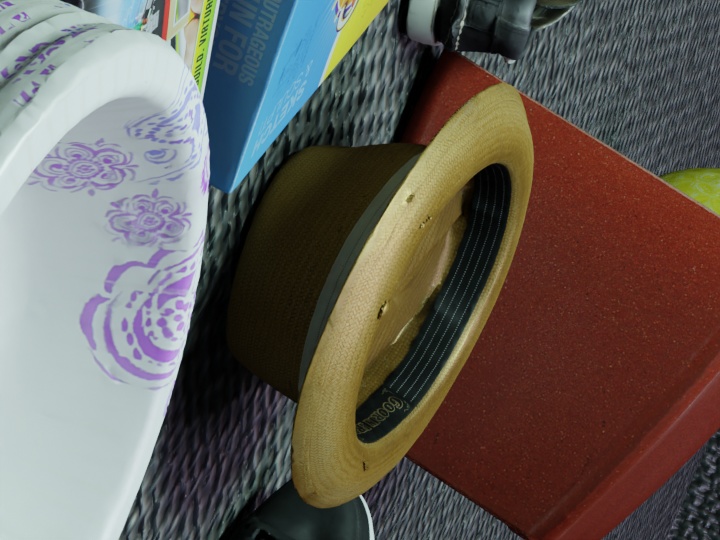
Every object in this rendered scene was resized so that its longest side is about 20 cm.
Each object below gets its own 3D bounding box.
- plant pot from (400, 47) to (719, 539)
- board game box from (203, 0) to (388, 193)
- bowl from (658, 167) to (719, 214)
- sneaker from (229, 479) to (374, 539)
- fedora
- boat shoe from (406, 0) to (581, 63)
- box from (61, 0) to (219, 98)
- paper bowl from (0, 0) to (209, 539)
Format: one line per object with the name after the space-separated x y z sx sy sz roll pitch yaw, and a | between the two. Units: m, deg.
0.090 0.032 1.324 0.177 0.200 0.200 -56 166 -1 | plant pot
-0.002 -0.140 0.942 0.200 0.040 0.153 -54 170 -47 | board game box
0.188 0.013 1.814 0.200 0.107 0.201 20 90 -77 | bowl
-0.047 0.153 1.168 0.112 0.073 0.200 92 24 -56 | sneaker
0.000 0.000 1.120 0.201 0.082 0.201 -55 160 -32 | fedora
0.081 -0.144 1.271 0.200 0.060 0.074 -37 144 -66 | boat shoe
-0.090 -0.021 0.837 0.110 0.035 0.201 -49 155 -56 | box
-0.121 0.024 0.634 0.201 0.104 0.202 20 90 -76 | paper bowl
